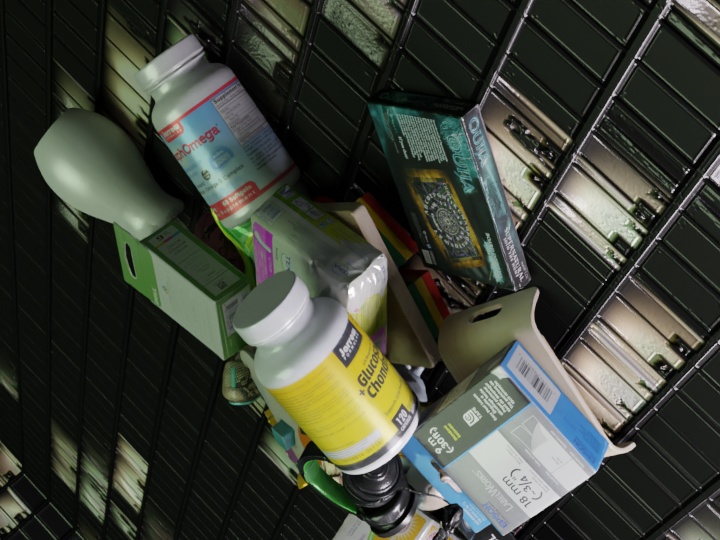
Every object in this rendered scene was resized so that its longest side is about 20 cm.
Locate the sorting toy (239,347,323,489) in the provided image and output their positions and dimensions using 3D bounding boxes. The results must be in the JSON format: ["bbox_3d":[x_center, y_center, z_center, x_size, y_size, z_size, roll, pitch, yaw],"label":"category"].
[{"bbox_3d":[-0.080,0.163,1.710,0.181,0.107,0.200,51,-173,4],"label":"sorting toy"}]

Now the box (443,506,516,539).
[{"bbox_3d":[0.174,0.341,1.642,0.201,0.043,0.160,50,178,0],"label":"box"}]

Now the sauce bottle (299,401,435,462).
[{"bbox_3d":[0.032,0.170,1.497,0.197,0.067,0.067,7,140,9],"label":"sauce bottle"}]

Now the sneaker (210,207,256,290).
[{"bbox_3d":[-0.113,-0.041,1.647,0.083,0.074,0.202,-22,96,36],"label":"sneaker"}]

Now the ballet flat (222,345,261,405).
[{"bbox_3d":[-0.132,0.122,1.816,0.067,0.200,0.077,-2,96,16],"label":"ballet flat"}]

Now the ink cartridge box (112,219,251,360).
[{"bbox_3d":[-0.215,0.010,1.687,0.199,0.059,0.105,35,146,31],"label":"ink cartridge box"}]

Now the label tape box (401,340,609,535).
[{"bbox_3d":[0.129,0.187,1.391,0.144,0.063,0.200,47,122,-2],"label":"label tape box"}]

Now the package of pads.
[{"bbox_3d":[-0.041,0.026,1.472,0.154,0.068,0.201,35,149,27],"label":"package of pads"}]

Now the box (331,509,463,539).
[{"bbox_3d":[0.056,0.359,1.760,0.101,0.113,0.200,31,173,30],"label":"box"}]

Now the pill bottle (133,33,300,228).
[{"bbox_3d":[-0.163,-0.157,1.533,0.201,0.109,0.108,55,152,-9],"label":"pill bottle"}]

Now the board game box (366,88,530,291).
[{"bbox_3d":[0.087,-0.078,1.346,0.134,0.028,0.202,17,137,46],"label":"board game box"}]

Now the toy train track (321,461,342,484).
[{"bbox_3d":[-0.052,0.162,1.591,0.113,0.032,0.203,-12,91,26],"label":"toy train track"}]

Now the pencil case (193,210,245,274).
[{"bbox_3d":[-0.173,0.010,1.777,0.087,0.082,0.201,55,158,30],"label":"pencil case"}]

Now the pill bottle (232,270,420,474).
[{"bbox_3d":[-0.036,0.100,1.371,0.201,0.112,0.111,50,154,-23],"label":"pill bottle"}]

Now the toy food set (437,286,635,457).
[{"bbox_3d":[0.183,0.119,1.429,0.143,0.060,0.201,-21,109,49],"label":"toy food set"}]

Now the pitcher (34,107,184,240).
[{"bbox_3d":[-0.338,-0.118,1.849,0.199,0.122,0.171,41,168,-6],"label":"pitcher"}]

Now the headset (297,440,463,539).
[{"bbox_3d":[0.017,0.246,1.467,0.197,0.095,0.124,10,145,29],"label":"headset"}]

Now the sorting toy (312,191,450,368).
[{"bbox_3d":[0.000,0.000,1.527,0.199,0.069,0.201,3,127,55],"label":"sorting toy"}]

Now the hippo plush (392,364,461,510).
[{"bbox_3d":[0.076,0.182,1.605,0.200,0.157,0.163,-23,-88,-77],"label":"hippo plush"}]
